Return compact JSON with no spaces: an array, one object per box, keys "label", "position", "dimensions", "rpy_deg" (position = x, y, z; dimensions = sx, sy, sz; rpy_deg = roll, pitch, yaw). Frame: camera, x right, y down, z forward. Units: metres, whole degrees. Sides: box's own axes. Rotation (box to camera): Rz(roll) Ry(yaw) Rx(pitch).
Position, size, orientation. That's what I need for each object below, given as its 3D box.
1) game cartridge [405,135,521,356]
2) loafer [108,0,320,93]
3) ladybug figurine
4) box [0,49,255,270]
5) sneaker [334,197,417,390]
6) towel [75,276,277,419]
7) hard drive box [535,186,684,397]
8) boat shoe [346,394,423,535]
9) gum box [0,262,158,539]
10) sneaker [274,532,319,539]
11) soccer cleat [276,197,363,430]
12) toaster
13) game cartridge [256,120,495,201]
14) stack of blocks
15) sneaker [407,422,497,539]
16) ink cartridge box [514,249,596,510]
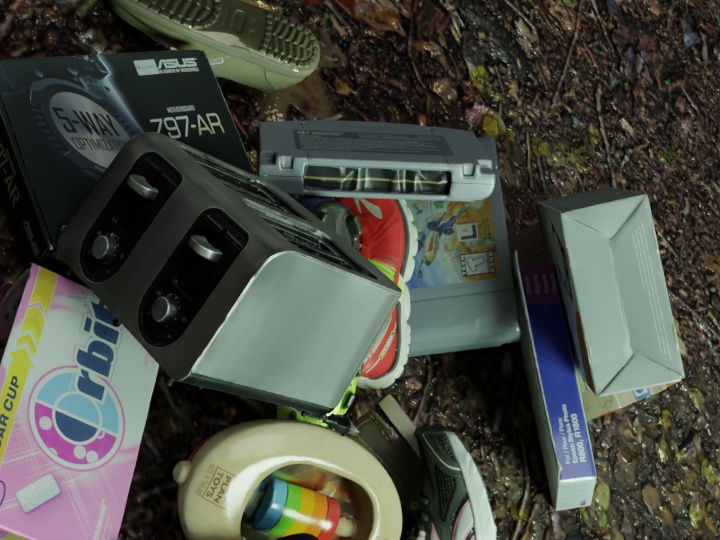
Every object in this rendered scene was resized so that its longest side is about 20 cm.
[{"label":"game cartridge","position":[0.069,-0.024,1.170],"dimensions":[0.132,0.042,0.202],"rpy_deg":[-6,67,1]},{"label":"loafer","position":[-0.135,-0.206,1.125],"dimensions":[0.199,0.068,0.076],"rpy_deg":[25,51,-9]},{"label":"ladybug figurine","position":[-0.059,0.175,0.970],"dimensions":[0.199,0.072,0.137],"rpy_deg":[30,87,-32]},{"label":"box","position":[-0.187,-0.092,1.017],"dimensions":[0.199,0.043,0.161],"rpy_deg":[-10,71,-38]},{"label":"sneaker","position":[0.000,0.000,1.101],"dimensions":[0.085,0.076,0.202],"rpy_deg":[26,52,-50]},{"label":"towel","position":[-0.122,0.014,1.054],"dimensions":[0.199,0.022,0.147],"rpy_deg":[37,48,-18]},{"label":"hard drive box","position":[0.215,0.012,1.136],"dimensions":[0.200,0.076,0.158],"rpy_deg":[-60,138,-85]},{"label":"boat shoe","position":[0.057,0.199,1.085],"dimensions":[0.059,0.072,0.201],"rpy_deg":[-35,106,-3]},{"label":"gum box","position":[-0.214,0.102,0.896],"dimensions":[0.113,0.066,0.202],"rpy_deg":[29,52,-28]},{"label":"sneaker","position":[-0.120,0.223,0.864],"dimensions":[0.199,0.060,0.105],"rpy_deg":[-35,129,-7]},{"label":"soccer cleat","position":[-0.039,0.042,1.041],"dimensions":[0.064,0.083,0.202],"rpy_deg":[7,88,-30]},{"label":"toaster","position":[-0.086,0.009,0.925],"dimensions":[0.181,0.119,0.199],"rpy_deg":[41,12,38]},{"label":"game cartridge","position":[0.009,-0.098,1.119],"dimensions":[0.198,0.041,0.134],"rpy_deg":[2,24,-5]},{"label":"stack of blocks","position":[0.236,0.042,1.318],"dimensions":[0.115,0.058,0.202],"rpy_deg":[-14,78,-44]},{"label":"sneaker","position":[0.064,0.222,1.003],"dimensions":[0.085,0.080,0.202],"rpy_deg":[-12,81,-5]},{"label":"ink cartridge box","position":[0.175,0.102,1.162],"dimensions":[0.043,0.200,0.198],"rpy_deg":[-10,70,3]}]
